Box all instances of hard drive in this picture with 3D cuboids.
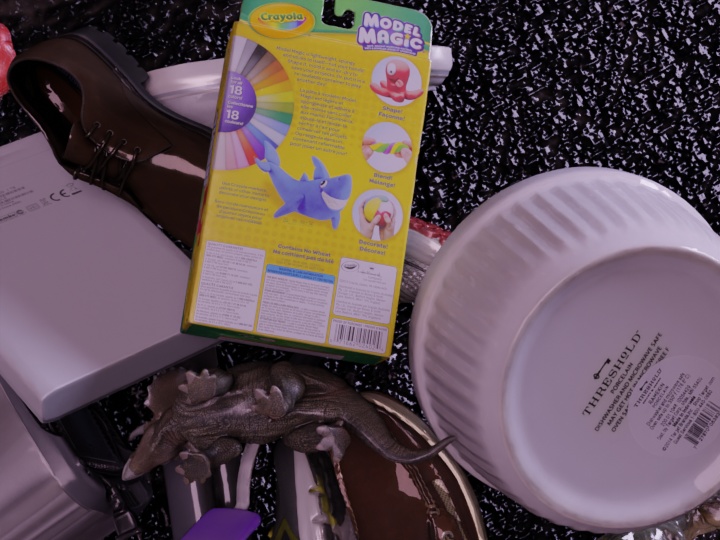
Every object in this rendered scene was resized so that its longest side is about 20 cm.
[{"bbox_3d":[-0.182,-0.004,0.912,0.132,0.027,0.200,-25,50,-32],"label":"hard drive"}]

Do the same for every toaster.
[{"bbox_3d":[-0.219,0.114,0.934,0.129,0.114,0.200,-37,71,9],"label":"toaster"}]

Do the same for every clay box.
[{"bbox_3d":[-0.028,-0.055,0.870,0.115,0.048,0.200,11,78,-9],"label":"clay box"}]

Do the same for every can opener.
[{"bbox_3d":[-0.116,0.084,0.969,0.067,0.053,0.200,-12,85,40],"label":"can opener"}]

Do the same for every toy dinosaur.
[{"bbox_3d":[-0.049,0.076,0.867,0.200,0.102,0.077,-9,100,7],"label":"toy dinosaur"},{"bbox_3d":[0.151,0.190,0.903,0.200,0.047,0.088,-19,87,-20],"label":"toy dinosaur"}]

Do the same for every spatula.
[{"bbox_3d":[-0.060,0.105,0.925,0.021,0.056,0.200,45,60,-32],"label":"spatula"}]

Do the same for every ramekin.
[{"bbox_3d":[0.135,0.049,0.859,0.200,0.105,0.200,-3,105,-13],"label":"ramekin"}]

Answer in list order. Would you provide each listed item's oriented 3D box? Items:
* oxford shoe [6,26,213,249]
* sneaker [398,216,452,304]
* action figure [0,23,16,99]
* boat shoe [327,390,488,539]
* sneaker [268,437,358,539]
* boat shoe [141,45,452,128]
[{"bbox_3d":[-0.133,-0.062,0.913,0.200,0.084,0.073,39,122,16],"label":"oxford shoe"},{"bbox_3d":[0.000,0.000,0.942,0.200,0.078,0.082,17,93,18],"label":"sneaker"},{"bbox_3d":[-0.284,-0.142,0.996,0.200,0.052,0.065,15,94,15],"label":"action figure"},{"bbox_3d":[0.037,0.167,0.905,0.075,0.075,0.202,-33,88,28],"label":"boat shoe"},{"bbox_3d":[-0.043,0.198,0.932,0.085,0.074,0.200,-10,79,18],"label":"sneaker"},{"bbox_3d":[-0.041,-0.100,0.951,0.200,0.072,0.069,-6,95,6],"label":"boat shoe"}]
